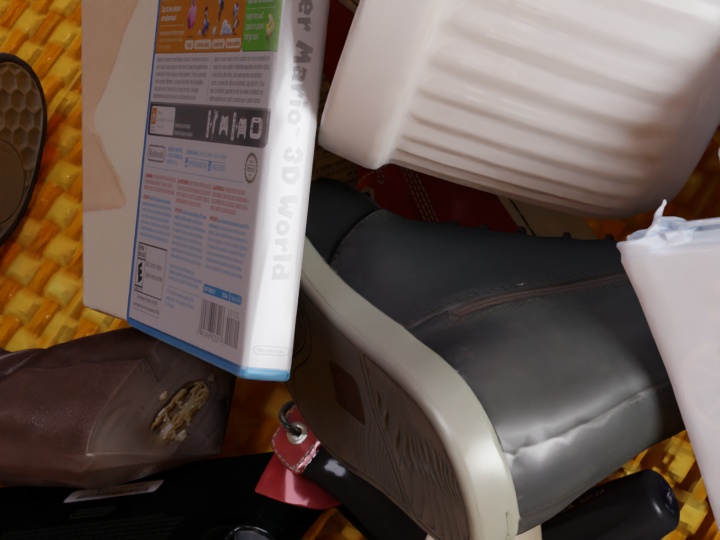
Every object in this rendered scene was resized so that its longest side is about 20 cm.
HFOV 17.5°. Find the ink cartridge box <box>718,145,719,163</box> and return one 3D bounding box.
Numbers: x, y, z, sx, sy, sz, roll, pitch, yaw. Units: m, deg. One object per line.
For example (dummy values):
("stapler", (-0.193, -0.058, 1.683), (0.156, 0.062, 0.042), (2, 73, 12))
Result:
("ink cartridge box", (0.220, -0.034, 0.635), (0.199, 0.147, 0.145), (18, 72, 20))

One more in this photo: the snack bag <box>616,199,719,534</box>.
("snack bag", (0.171, 0.068, 0.575), (0.188, 0.201, 0.021), (-7, 20, 37))

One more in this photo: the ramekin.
("ramekin", (0.070, -0.110, 0.690), (0.105, 0.200, 0.201), (22, 68, 0))

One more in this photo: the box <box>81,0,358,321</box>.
("box", (-0.048, -0.081, 0.872), (0.077, 0.095, 0.201), (16, 112, 34))

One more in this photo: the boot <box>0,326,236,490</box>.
("boot", (-0.157, 0.077, 0.907), (0.199, 0.064, 0.186), (0, 35, 39))

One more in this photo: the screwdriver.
("screwdriver", (0.023, 0.121, 0.806), (0.199, 0.028, 0.029), (-33, 43, 20))

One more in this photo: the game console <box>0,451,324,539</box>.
("game console", (-0.101, 0.166, 0.864), (0.199, 0.117, 0.176), (-10, 24, 36))

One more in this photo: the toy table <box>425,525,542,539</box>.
("toy table", (0.033, 0.165, 0.699), (0.183, 0.117, 0.201), (-9, 54, 33))

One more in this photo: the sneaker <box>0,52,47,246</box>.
("sneaker", (-0.238, -0.018, 1.067), (0.146, 0.077, 0.203), (12, 69, 39))

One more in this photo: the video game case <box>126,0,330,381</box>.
("video game case", (-0.039, -0.074, 0.723), (0.143, 0.018, 0.201), (-165, 80, -71))

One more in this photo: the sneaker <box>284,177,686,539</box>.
("sneaker", (0.038, 0.015, 0.709), (0.106, 0.075, 0.200), (-20, 30, -16))

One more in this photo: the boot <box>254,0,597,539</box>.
("boot", (0.000, 0.000, 0.803), (0.144, 0.072, 0.201), (-34, 82, -3))

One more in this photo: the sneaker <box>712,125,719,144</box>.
("sneaker", (0.164, -0.062, 0.808), (0.077, 0.073, 0.200), (-58, 41, 17))
